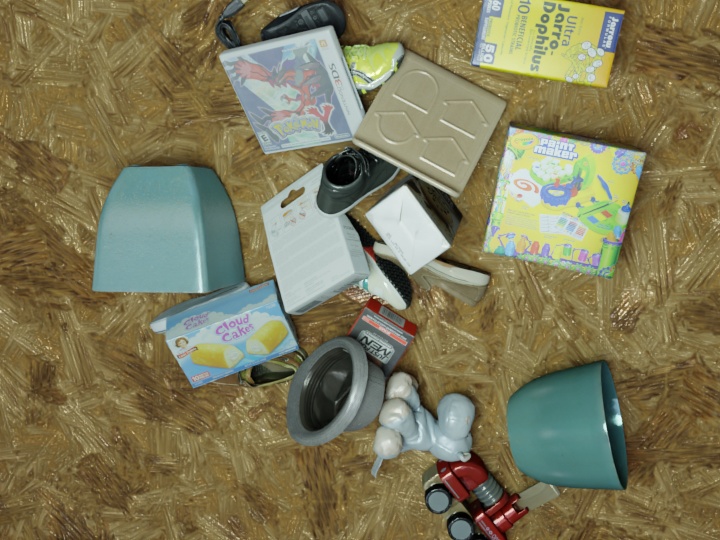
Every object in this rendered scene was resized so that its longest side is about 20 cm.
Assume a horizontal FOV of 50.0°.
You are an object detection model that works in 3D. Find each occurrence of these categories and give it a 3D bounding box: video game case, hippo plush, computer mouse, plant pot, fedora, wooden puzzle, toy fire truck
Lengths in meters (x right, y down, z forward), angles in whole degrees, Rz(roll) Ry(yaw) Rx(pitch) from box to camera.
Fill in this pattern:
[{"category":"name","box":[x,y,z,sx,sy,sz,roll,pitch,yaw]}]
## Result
[{"category":"video game case","box":[-0.101,-0.275,1.208,0.199,0.023,0.183,-4,128,27]},{"category":"hippo plush","box":[0.111,0.277,1.300,0.160,0.159,0.201,12,105,8]},{"category":"computer mouse","box":[-0.130,-0.392,1.220,0.199,0.046,0.141,-26,123,23]},{"category":"plant pot","box":[0.329,0.255,1.244,0.160,0.201,0.202,-11,102,24]},{"category":"plant pot","box":[-0.312,-0.073,1.278,0.194,0.196,0.202,1,95,10]},{"category":"fedora","box":[-0.029,0.204,1.264,0.090,0.178,0.200,24,133,-31]},{"category":"wooden puzzle","box":[0.106,-0.225,1.193,0.184,0.046,0.201,28,68,2]},{"category":"toy fire truck","box":[0.228,0.385,1.335,0.200,0.129,0.176,-37,95,6]}]

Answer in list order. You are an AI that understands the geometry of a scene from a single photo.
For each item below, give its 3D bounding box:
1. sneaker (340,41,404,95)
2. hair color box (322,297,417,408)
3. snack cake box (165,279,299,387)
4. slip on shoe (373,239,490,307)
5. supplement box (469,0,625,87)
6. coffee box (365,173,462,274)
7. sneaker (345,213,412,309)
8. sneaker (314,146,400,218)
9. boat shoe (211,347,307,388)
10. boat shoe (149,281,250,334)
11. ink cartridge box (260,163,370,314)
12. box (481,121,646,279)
[{"category":"sneaker","box":[-0.029,-0.317,1.199,0.199,0.076,0.077,-15,134,18]},{"category":"hair color box","box":[0.005,0.160,1.340,0.101,0.061,0.201,31,108,0]},{"category":"snack cake box","box":[-0.219,0.108,1.323,0.199,0.067,0.115,-20,126,1]},{"category":"slip on shoe","box":[0.112,0.004,1.271,0.199,0.076,0.061,17,101,-8]},{"category":"supplement box","box":[0.271,-0.341,1.140,0.199,0.110,0.110,11,106,7]},{"category":"coffee box","box":[0.088,-0.085,1.191,0.080,0.200,0.113,-35,97,20]},{"category":"sneaker","box":[0.000,0.000,1.303,0.200,0.070,0.093,47,118,-1]},{"category":"sneaker","box":[0.011,-0.168,1.197,0.071,0.099,0.200,44,72,9]},{"category":"boat shoe","box":[-0.195,0.172,1.375,0.199,0.068,0.072,-11,104,14]},{"category":"boat shoe","box":[-0.277,0.082,1.368,0.199,0.072,0.062,-19,107,13]},{"category":"ink cartridge box","box":[-0.080,-0.050,1.274,0.160,0.047,0.201,-30,66,34]},{"category":"box","box":[0.305,-0.112,1.186,0.199,0.122,0.194,13,106,7]}]
